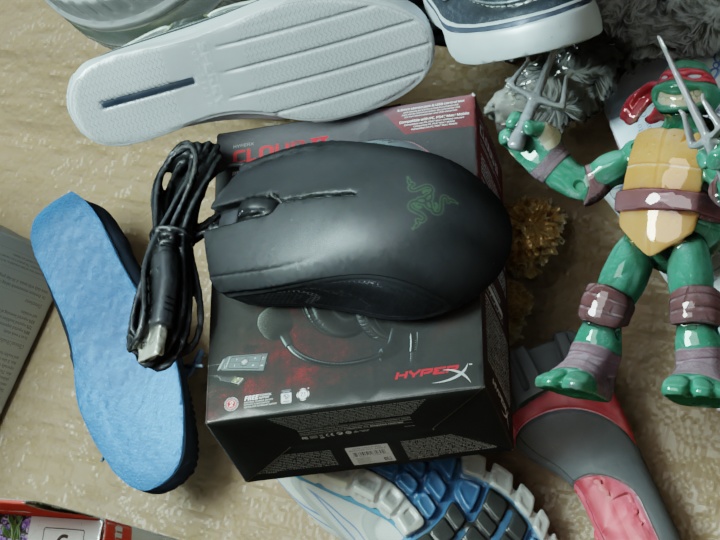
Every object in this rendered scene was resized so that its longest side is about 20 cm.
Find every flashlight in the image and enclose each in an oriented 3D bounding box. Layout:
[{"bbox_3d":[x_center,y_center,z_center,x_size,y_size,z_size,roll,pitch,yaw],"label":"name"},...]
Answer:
[{"bbox_3d":[0.129,0.131,1.108,0.068,0.068,0.201,-30,62,18],"label":"flashlight"}]

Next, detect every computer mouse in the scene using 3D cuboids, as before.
[{"bbox_3d":[-0.025,-0.020,1.074,0.199,0.053,0.139,-2,58,16],"label":"computer mouse"}]

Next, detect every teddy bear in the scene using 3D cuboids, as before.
[{"bbox_3d":[0.020,-0.016,1.215,0.200,0.067,0.145,35,92,32],"label":"teddy bear"}]

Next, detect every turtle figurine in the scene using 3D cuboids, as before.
[{"bbox_3d":[0.146,-0.036,1.053,0.149,0.100,0.201,-5,76,50],"label":"turtle figurine"}]

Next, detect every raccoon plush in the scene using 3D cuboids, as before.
[{"bbox_3d":[0.143,-0.172,1.159,0.199,0.097,0.134,-27,26,25],"label":"raccoon plush"}]

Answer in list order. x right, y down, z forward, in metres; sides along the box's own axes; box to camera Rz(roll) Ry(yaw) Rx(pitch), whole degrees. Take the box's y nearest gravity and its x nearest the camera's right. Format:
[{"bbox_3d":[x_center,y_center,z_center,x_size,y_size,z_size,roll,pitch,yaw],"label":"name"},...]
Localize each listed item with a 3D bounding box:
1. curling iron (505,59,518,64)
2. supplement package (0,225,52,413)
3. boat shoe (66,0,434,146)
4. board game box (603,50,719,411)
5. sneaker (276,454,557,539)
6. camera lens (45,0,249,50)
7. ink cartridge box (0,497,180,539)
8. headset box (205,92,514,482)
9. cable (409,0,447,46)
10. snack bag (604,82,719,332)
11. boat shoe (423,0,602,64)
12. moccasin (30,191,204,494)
[{"bbox_3d":[0.134,-0.207,1.226,0.050,0.026,0.201,37,96,36],"label":"curling iron"},{"bbox_3d":[-0.317,0.041,1.344,0.150,0.152,0.201,24,89,33],"label":"supplement package"},{"bbox_3d":[-0.060,-0.118,1.149,0.199,0.071,0.072,-8,113,3],"label":"boat shoe"},{"bbox_3d":[0.244,-0.053,1.107,0.198,0.043,0.201,-27,64,22],"label":"board game box"},{"bbox_3d":[0.024,0.131,1.175,0.200,0.087,0.075,36,63,13],"label":"sneaker"},{"bbox_3d":[-0.090,-0.189,1.249,0.159,0.200,0.161,-9,71,29],"label":"camera lens"},{"bbox_3d":[-0.170,0.164,1.194,0.108,0.200,0.051,0,76,30],"label":"ink cartridge box"},{"bbox_3d":[0.000,0.000,1.132,0.148,0.075,0.201,-7,58,13],"label":"headset box"},{"bbox_3d":[0.038,-0.205,1.173,0.163,0.200,0.051,-47,19,-16],"label":"cable"},{"bbox_3d":[0.238,-0.028,1.065,0.188,0.021,0.201,-40,60,17],"label":"snack bag"},{"bbox_3d":[0.061,-0.162,1.063,0.070,0.200,0.091,-16,108,-8],"label":"boat shoe"},{"bbox_3d":[-0.134,0.042,1.290,0.080,0.068,0.201,-25,66,14],"label":"moccasin"}]
